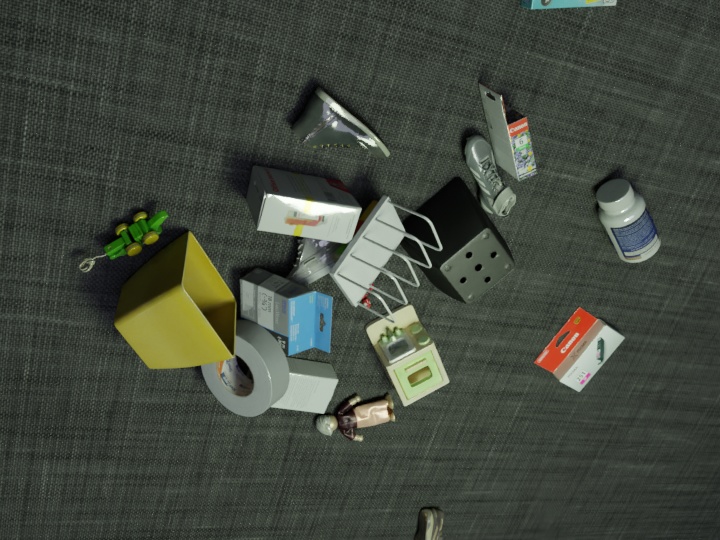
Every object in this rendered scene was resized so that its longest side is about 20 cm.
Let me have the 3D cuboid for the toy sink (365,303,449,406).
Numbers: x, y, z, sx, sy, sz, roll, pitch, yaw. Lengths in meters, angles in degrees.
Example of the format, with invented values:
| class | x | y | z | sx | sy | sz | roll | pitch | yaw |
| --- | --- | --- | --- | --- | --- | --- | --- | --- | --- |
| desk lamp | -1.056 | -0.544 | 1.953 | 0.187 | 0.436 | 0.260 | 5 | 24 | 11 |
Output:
| class | x | y | z | sx | sy | sz | roll | pitch | yaw |
| --- | --- | --- | --- | --- | --- | --- | --- | --- | --- |
| toy sink | 0.114 | 0.204 | 1.729 | 0.129 | 0.112 | 0.201 | -27 | 123 | -5 |

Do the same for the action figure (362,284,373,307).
| class | x | y | z | sx | sy | sz | roll | pitch | yaw |
| --- | --- | --- | --- | --- | --- | --- | --- | --- | --- |
| action figure | 0.000 | 0.000 | 1.612 | 0.065 | 0.052 | 0.202 | -26 | 127 | -24 |

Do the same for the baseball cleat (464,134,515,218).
| class | x | y | z | sx | sy | sz | roll | pitch | yaw |
| --- | --- | --- | --- | --- | --- | --- | --- | --- | --- |
| baseball cleat | 0.291 | -0.203 | 1.572 | 0.070 | 0.106 | 0.201 | -38 | 130 | -13 |

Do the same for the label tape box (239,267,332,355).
| class | x | y | z | sx | sy | sz | roll | pitch | yaw |
| --- | --- | --- | --- | --- | --- | --- | --- | --- | --- |
| label tape box | -0.160 | 0.096 | 1.522 | 0.063 | 0.199 | 0.145 | -36 | 138 | -49 |

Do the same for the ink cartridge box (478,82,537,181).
| class | x | y | z | sx | sy | sz | roll | pitch | yaw |
| --- | --- | --- | --- | --- | --- | --- | --- | --- | --- |
| ink cartridge box | 0.312 | -0.301 | 1.524 | 0.050 | 0.109 | 0.201 | -24 | 123 | -5 |

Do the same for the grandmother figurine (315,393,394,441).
| class | x | y | z | sx | sy | sz | roll | pitch | yaw |
| --- | --- | --- | --- | --- | --- | --- | --- | --- | --- |
| grandmother figurine | -0.015 | 0.373 | 1.812 | 0.198 | 0.061 | 0.123 | -9 | 93 | -12 |

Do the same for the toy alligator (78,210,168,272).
| class | x | y | z | sx | sy | sz | roll | pitch | yaw |
| --- | --- | --- | --- | --- | --- | --- | --- | --- | --- |
| toy alligator | -0.457 | -0.054 | 1.415 | 0.199 | 0.060 | 0.054 | -34 | 164 | 0 |

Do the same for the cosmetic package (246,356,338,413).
| class | x | y | z | sx | sy | sz | roll | pitch | yaw |
| --- | --- | --- | --- | --- | --- | --- | --- | --- | --- |
| cosmetic package | -0.164 | 0.263 | 1.684 | 0.198 | 0.071 | 0.102 | 13 | 113 | -25 |

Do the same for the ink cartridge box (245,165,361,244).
| class | x | y | z | sx | sy | sz | roll | pitch | yaw |
| --- | --- | --- | --- | --- | --- | --- | --- | --- | --- |
| ink cartridge box | -0.118 | -0.132 | 1.439 | 0.198 | 0.145 | 0.084 | 8 | 117 | -23 |

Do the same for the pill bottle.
| class | x | y | z | sx | sy | sz | roll | pitch | yaw |
| --- | --- | --- | --- | --- | --- | --- | --- | --- | --- |
| pill bottle | 0.643 | -0.123 | 1.743 | 0.111 | 0.111 | 0.200 | -37 | 124 | 3 |

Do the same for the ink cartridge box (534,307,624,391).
| class | x | y | z | sx | sy | sz | roll | pitch | yaw |
| --- | --- | --- | --- | --- | --- | --- | --- | --- | --- |
| ink cartridge box | 0.595 | 0.216 | 1.955 | 0.173 | 0.044 | 0.201 | 27 | 106 | -32 |

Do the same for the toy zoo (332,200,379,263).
| class | x | y | z | sx | sy | sz | roll | pitch | yaw |
| --- | --- | --- | --- | --- | --- | --- | --- | --- | --- |
| toy zoo | 0.018 | -0.055 | 1.543 | 0.201 | 0.020 | 0.132 | -56 | 143 | -29 |

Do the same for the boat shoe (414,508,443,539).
| class | x | y | z | sx | sy | sz | roll | pitch | yaw |
| --- | --- | --- | --- | --- | --- | --- | --- | --- | --- |
| boat shoe | 0.207 | 0.781 | 2.106 | 0.073 | 0.075 | 0.202 | -3 | 120 | -18 |

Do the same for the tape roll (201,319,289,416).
| class | x | y | z | sx | sy | sz | roll | pitch | yaw |
| --- | --- | --- | --- | --- | --- | --- | --- | --- | --- |
| tape roll | -0.250 | 0.211 | 1.551 | 0.066 | 0.199 | 0.202 | -34 | 138 | -52 |

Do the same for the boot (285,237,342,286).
| class | x | y | z | sx | sy | sz | roll | pitch | yaw |
| --- | --- | --- | --- | --- | --- | --- | --- | --- | --- |
| boot | -0.115 | -0.023 | 1.555 | 0.199 | 0.074 | 0.096 | -28 | 93 | 12 |

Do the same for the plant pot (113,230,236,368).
| class | x | y | z | sx | sy | sz | roll | pitch | yaw |
| --- | --- | --- | --- | --- | --- | --- | --- | --- | --- |
| plant pot | -0.375 | 0.079 | 1.444 | 0.175 | 0.201 | 0.201 | -23 | 124 | 7 |

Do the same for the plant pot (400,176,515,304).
| class | x | y | z | sx | sy | sz | roll | pitch | yaw |
| --- | --- | --- | --- | --- | --- | --- | --- | --- | --- |
| plant pot | 0.222 | -0.046 | 1.592 | 0.200 | 0.178 | 0.200 | -39 | 123 | 5 |

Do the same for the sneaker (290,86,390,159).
| class | x | y | z | sx | sy | sz | roll | pitch | yaw |
| --- | --- | --- | --- | --- | --- | --- | --- | --- | --- |
| sneaker | -0.039 | -0.266 | 1.443 | 0.199 | 0.075 | 0.106 | 36 | 107 | -23 |

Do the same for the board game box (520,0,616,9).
| class | x | y | z | sx | sy | sz | roll | pitch | yaw |
| --- | --- | --- | --- | --- | --- | --- | --- | --- | --- |
| board game box | 0.426 | -0.606 | 1.434 | 0.198 | 0.047 | 0.152 | -9 | 120 | -16 |

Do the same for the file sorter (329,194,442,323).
| class | x | y | z | sx | sy | sz | roll | pitch | yaw |
| --- | --- | --- | --- | --- | --- | --- | --- | --- | --- |
| file sorter | 0.060 | -0.018 | 1.459 | 0.201 | 0.124 | 0.139 | -56 | 148 | -15 |
